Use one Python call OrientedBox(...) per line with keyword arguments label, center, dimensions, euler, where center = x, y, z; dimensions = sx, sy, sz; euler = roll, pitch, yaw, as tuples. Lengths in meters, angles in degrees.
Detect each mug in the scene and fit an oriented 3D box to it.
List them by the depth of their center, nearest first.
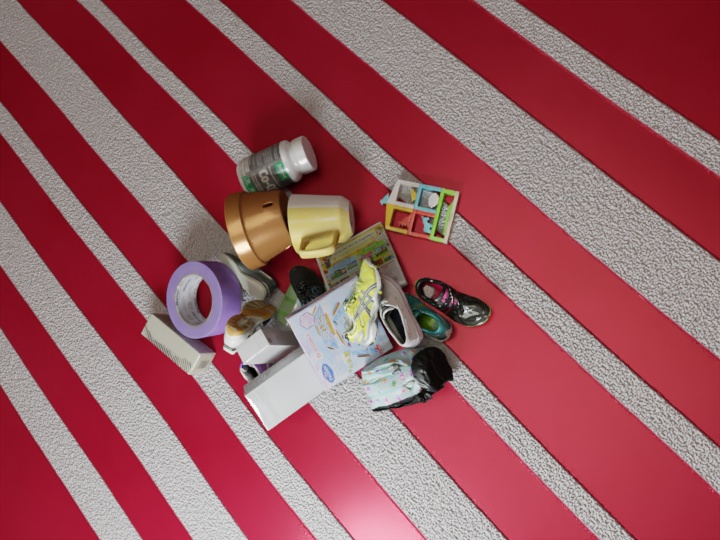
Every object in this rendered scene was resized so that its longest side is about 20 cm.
OrientedBox(label="mug", center=(-0.093, -0.108, 1.516), dimensions=(0.149, 0.150, 0.191), euler=(-6, 74, 9))

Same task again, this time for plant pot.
OrientedBox(label="plant pot", center=(-0.246, -0.121, 1.540), dimensions=(0.137, 0.200, 0.205), euler=(-17, 77, 10))

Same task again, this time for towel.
OrientedBox(label="towel", center=(-0.116, 0.105, 1.554), dimensions=(0.197, 0.031, 0.152), euler=(26, 89, 22))

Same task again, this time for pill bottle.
OrientedBox(label="pill bottle", center=(-0.222, -0.278, 1.594), dimensions=(0.196, 0.113, 0.116), euler=(-21, 76, 15))

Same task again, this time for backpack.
OrientedBox(label="backpack", center=(0.100, 0.253, 1.396), dimensions=(0.197, 0.166, 0.129), euler=(-24, 80, 29))

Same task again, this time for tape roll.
OrientedBox(label="tape roll", center=(-0.423, 0.077, 1.606), dimensions=(0.196, 0.085, 0.206), euler=(1, 93, 27))

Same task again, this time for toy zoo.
OrientedBox(label="toy zoo", center=(0.142, -0.153, 1.503), dimensions=(0.196, 0.020, 0.134), euler=(14, 87, 20))

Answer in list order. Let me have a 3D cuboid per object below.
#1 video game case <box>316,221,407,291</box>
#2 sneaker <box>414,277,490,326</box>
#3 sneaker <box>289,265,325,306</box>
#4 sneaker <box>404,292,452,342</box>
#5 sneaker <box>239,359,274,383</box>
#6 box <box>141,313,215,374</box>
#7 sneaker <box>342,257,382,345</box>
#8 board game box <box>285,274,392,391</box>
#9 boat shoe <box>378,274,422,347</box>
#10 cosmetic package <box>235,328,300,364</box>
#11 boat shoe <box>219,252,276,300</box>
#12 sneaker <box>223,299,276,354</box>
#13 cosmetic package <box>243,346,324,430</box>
OrientedBox(label="video game case", center=(0.000, 0.000, 1.509), dimensions=(0.197, 0.023, 0.185), euler=(-28, 64, 11))
OrientedBox(label="sneaker", center=(0.212, 0.075, 1.414), dimensions=(0.197, 0.084, 0.078), euler=(22, 90, 20))
OrientedBox(label="sneaker", center=(-0.123, 0.064, 1.504), dimensions=(0.073, 0.082, 0.201), euler=(-40, 69, 8))
OrientedBox(label="sneaker", center=(0.132, 0.103, 1.436), dimensions=(0.197, 0.079, 0.079), euler=(24, 89, 29))
OrientedBox(label="sneaker", center=(-0.285, 0.212, 1.547), dimensions=(0.072, 0.114, 0.203), euler=(-35, 72, 12))
OrientedBox(label="box", center=(-0.501, 0.201, 1.639), dimensions=(0.198, 0.082, 0.069), euler=(33, 94, 21))
OrientedBox(label="sneaker", center=(0.004, 0.073, 1.380), dimensions=(0.075, 0.075, 0.205), euler=(4, 91, -16))
OrientedBox(label="board game box", center=(-0.050, 0.149, 1.431), dimensions=(0.197, 0.041, 0.203), euler=(-30, 101, -12))
OrientedBox(label="boat shoe", center=(0.075, 0.090, 1.391), dimensions=(0.074, 0.065, 0.201), euler=(-50, 58, 26))
OrientedBox(label="cosmetic package", center=(-0.224, 0.189, 1.483), dimensions=(0.082, 0.200, 0.051), euler=(-38, 74, 9))
OrientedBox(label="boat shoe", center=(-0.307, 0.008, 1.621), dimensions=(0.198, 0.061, 0.074), euler=(34, 136, 29))
OrientedBox(label="sneaker", center=(-0.291, 0.144, 1.528), dimensions=(0.075, 0.200, 0.089), euler=(28, 116, 14))
OrientedBox(label="cosmetic package", center=(-0.178, 0.283, 1.470), dimensions=(0.198, 0.081, 0.114), euler=(-33, 103, -9))
